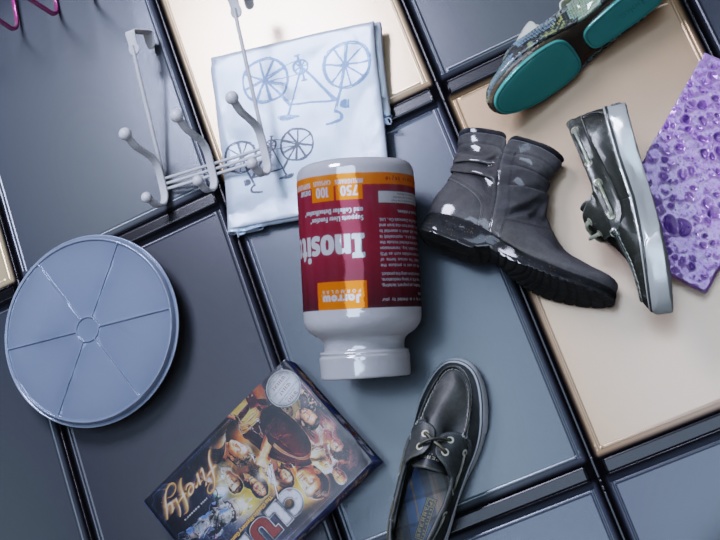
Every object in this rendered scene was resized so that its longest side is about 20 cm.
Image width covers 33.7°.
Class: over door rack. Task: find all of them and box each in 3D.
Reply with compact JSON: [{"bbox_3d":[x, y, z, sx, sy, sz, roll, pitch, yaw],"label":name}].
[{"bbox_3d":[-0.175,-0.178,1.216,0.147,0.067,0.201,-13,78,26],"label":"over door rack"}]

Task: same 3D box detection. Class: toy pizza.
[{"bbox_3d":[-0.276,0.063,1.235,0.199,0.032,0.201,-3,79,15],"label":"toy pizza"}]

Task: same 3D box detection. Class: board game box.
[{"bbox_3d":[-0.096,0.204,1.151,0.200,0.035,0.136,-46,71,4],"label":"board game box"}]

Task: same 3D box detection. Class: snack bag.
[{"bbox_3d":[-0.057,-0.144,1.217,0.188,0.021,0.201,-10,80,15],"label":"snack bag"}]

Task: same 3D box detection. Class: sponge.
[{"bbox_3d":[0.316,-0.091,1.090,0.111,0.030,0.200,30,90,20],"label":"sponge"}]

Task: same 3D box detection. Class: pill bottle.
[{"bbox_3d":[0.000,0.000,1.116,0.112,0.113,0.201,-5,86,16],"label":"pill bottle"}]

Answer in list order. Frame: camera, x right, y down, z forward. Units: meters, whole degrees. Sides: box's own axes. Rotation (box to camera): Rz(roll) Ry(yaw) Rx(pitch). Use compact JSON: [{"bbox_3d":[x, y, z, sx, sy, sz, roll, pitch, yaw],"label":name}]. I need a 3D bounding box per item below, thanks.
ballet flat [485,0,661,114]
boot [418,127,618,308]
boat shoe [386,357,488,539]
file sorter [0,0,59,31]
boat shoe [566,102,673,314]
[{"bbox_3d":[0.197,-0.226,1.142,0.200,0.074,0.074,-34,72,6],"label":"ballet flat"},{"bbox_3d":[0.164,-0.055,1.111,0.199,0.070,0.132,25,74,8],"label":"boot"},{"bbox_3d":[0.070,0.178,1.095,0.068,0.057,0.201,11,83,18],"label":"boat shoe"},{"bbox_3d":[-0.414,-0.333,1.300,0.199,0.139,0.126,-18,78,13],"label":"file sorter"},{"bbox_3d":[0.230,-0.051,1.060,0.063,0.071,0.201,-16,68,13],"label":"boat shoe"}]
